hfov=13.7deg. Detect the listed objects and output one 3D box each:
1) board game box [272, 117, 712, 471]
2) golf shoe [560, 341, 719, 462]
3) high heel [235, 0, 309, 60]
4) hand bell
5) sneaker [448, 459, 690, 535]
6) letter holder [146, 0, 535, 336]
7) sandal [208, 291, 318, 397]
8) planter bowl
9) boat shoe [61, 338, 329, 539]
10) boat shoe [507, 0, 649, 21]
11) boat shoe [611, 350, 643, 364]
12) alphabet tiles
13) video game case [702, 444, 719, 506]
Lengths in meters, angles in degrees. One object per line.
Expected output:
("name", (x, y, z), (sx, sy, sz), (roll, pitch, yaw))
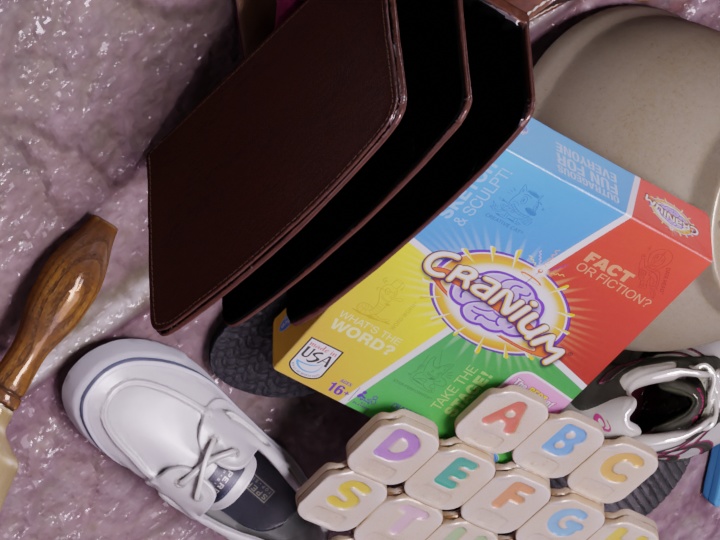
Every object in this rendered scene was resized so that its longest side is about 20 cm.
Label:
("board game box", (0.069, 0.011, 1.618), (0.153, 0.040, 0.200), (27, 127, -21))
("golf shoe", (0.186, 0.079, 1.748), (0.200, 0.088, 0.077), (-13, 96, -41))
("high heel", (-0.063, -0.158, 1.531), (0.096, 0.067, 0.200), (-42, 129, 5))
("hand bell", (-0.187, 0.059, 1.587), (0.104, 0.104, 0.200), (35, 82, -43))
("sneaker", (0.108, 0.137, 1.826), (0.200, 0.089, 0.074), (-34, 109, -6))
("letter holder", (-0.011, -0.046, 1.520), (0.100, 0.142, 0.200), (28, 129, -29))
("sandal", (0.000, 0.000, 1.679), (0.200, 0.045, 0.075), (-39, 119, 13))
("planter bowl", (0.190, -0.042, 1.694), (0.200, 0.135, 0.201), (-12, 109, -39))
("boat shoe", (-0.084, 0.103, 1.681), (0.200, 0.065, 0.074), (32, 98, -43))
("boat shoe", (0.160, -0.185, 1.649), (0.200, 0.070, 0.070), (-35, 96, -10))
("boat shoe", (0.087, 0.041, 1.765), (0.200, 0.074, 0.067), (3, 91, -42))
("alphabet tiles", (0.067, 0.142, 1.699), (0.200, 0.015, 0.196), (25, 128, -27))
("video game case", (0.321, 0.076, 1.979), (0.200, 0.018, 0.143), (-10, 123, -30))
